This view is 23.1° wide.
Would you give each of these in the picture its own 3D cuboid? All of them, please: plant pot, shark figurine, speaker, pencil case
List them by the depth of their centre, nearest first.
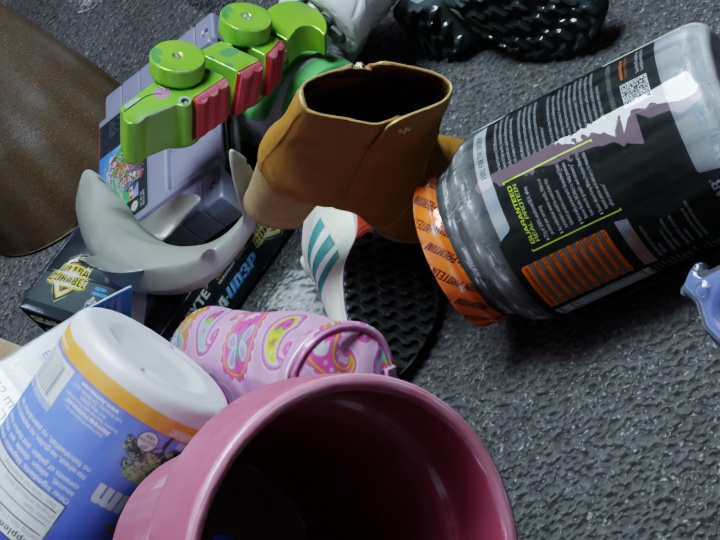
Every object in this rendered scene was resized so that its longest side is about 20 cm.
[{"bbox_3d":[-0.043,0.160,0.947,0.178,0.200,0.201,-13,41,58],"label":"plant pot"},{"bbox_3d":[-0.053,0.066,1.106,0.088,0.087,0.199,-54,23,-17],"label":"pencil case"},{"bbox_3d":[-0.140,-0.016,1.186,0.213,0.089,0.130,-5,83,45],"label":"shark figurine"},{"bbox_3d":[-0.071,-0.137,1.374,0.089,0.089,0.199,-51,35,-13],"label":"speaker"},{"bbox_3d":[-0.318,-0.149,1.528,0.186,0.200,0.188,-27,36,22],"label":"plant pot"}]

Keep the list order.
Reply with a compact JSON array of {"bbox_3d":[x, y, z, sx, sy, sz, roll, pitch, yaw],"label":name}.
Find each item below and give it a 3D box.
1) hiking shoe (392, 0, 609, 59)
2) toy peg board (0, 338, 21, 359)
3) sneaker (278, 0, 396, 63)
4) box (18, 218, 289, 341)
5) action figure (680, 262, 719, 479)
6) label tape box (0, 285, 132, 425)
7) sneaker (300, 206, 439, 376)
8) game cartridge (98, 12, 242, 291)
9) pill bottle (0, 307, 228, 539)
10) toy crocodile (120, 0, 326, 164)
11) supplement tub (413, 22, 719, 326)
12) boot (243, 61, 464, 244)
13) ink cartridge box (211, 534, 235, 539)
[{"bbox_3d":[0.107,-0.207,1.280,0.199,0.074,0.087,9,59,49],"label":"hiking shoe"},{"bbox_3d":[-0.364,0.113,1.381,0.198,0.098,0.201,14,62,51],"label":"toy peg board"},{"bbox_3d":[-0.002,-0.214,1.363,0.099,0.078,0.200,-45,10,-6],"label":"sneaker"},{"bbox_3d":[-0.156,-0.007,1.349,0.199,0.046,0.160,13,62,50],"label":"box"},{"bbox_3d":[0.262,0.055,0.856,0.193,0.104,0.201,-40,59,15],"label":"action figure"},{"bbox_3d":[-0.220,0.114,1.181,0.199,0.144,0.066,-31,68,-23],"label":"label tape box"},{"bbox_3d":[0.000,0.000,1.185,0.094,0.070,0.201,123,148,-49],"label":"sneaker"},{"bbox_3d":[-0.145,-0.089,1.323,0.129,0.038,0.201,-31,43,24],"label":"game cartridge"},{"bbox_3d":[-0.177,0.133,1.062,0.201,0.112,0.112,-55,33,9],"label":"pill bottle"},{"bbox_3d":[-0.097,-0.132,1.229,0.061,0.068,0.200,27,41,22],"label":"toy crocodile"},{"bbox_3d":[0.138,-0.050,1.035,0.199,0.123,0.123,-25,38,22],"label":"supplement tub"},{"bbox_3d":[0.032,-0.076,1.094,0.144,0.199,0.071,-48,53,55],"label":"boot"},{"bbox_3d":[-0.170,0.203,1.135,0.199,0.044,0.095,-28,36,23],"label":"ink cartridge box"}]
